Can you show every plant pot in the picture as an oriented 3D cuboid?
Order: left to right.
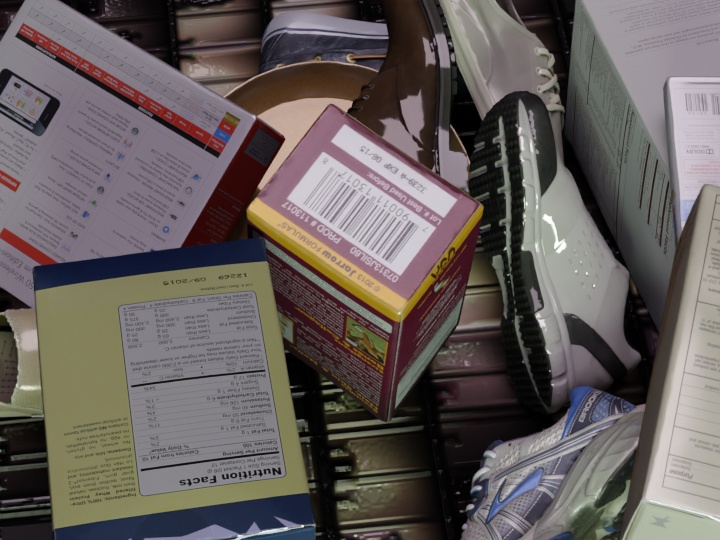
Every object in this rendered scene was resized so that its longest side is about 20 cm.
[{"bbox_3d":[-0.023,-0.042,1.469,0.199,0.028,0.201,1,69,-3],"label":"plant pot"}]

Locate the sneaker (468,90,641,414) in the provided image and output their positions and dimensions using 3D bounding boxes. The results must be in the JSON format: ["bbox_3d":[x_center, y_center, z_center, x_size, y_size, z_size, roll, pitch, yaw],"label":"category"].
[{"bbox_3d":[0.123,-0.015,1.406,0.080,0.201,0.074,-12,4,-22],"label":"sneaker"}]

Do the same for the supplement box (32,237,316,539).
[{"bbox_3d":[-0.100,0.127,1.243,0.133,0.201,0.201,-7,49,-5],"label":"supplement box"}]

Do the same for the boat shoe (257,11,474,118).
[{"bbox_3d":[0.024,-0.122,1.550,0.199,0.071,0.091,4,57,8],"label":"boat shoe"}]

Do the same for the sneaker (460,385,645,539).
[{"bbox_3d":[0.094,0.147,1.300,0.200,0.077,0.085,-42,49,-13],"label":"sneaker"}]

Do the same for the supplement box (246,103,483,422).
[{"bbox_3d":[0.000,0.000,1.332,0.110,0.200,0.086,35,72,11],"label":"supplement box"}]

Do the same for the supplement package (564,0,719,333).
[{"bbox_3d":[0.256,-0.086,1.456,0.190,0.148,0.201,-13,50,-9],"label":"supplement package"}]

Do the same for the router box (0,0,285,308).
[{"bbox_3d":[-0.177,-0.061,1.448,0.199,0.049,0.180,32,90,25],"label":"router box"}]

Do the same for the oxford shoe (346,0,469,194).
[{"bbox_3d":[0.022,-0.107,1.444,0.084,0.073,0.201,-3,69,-2],"label":"oxford shoe"}]

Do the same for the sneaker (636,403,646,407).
[{"bbox_3d":[0.239,0.097,1.359,0.199,0.076,0.105,-14,7,17],"label":"sneaker"}]

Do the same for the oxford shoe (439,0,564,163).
[{"bbox_3d":[0.108,-0.118,1.488,0.057,0.075,0.201,-24,85,13],"label":"oxford shoe"}]

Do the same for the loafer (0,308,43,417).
[{"bbox_3d":[-0.184,0.057,1.359,0.199,0.068,0.076,-9,80,19],"label":"loafer"}]

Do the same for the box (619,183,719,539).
[{"bbox_3d":[0.204,0.064,1.205,0.094,0.078,0.201,16,60,3],"label":"box"}]

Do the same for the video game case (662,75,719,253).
[{"bbox_3d":[0.255,-0.022,1.310,0.142,0.018,0.201,0,65,-3],"label":"video game case"}]
